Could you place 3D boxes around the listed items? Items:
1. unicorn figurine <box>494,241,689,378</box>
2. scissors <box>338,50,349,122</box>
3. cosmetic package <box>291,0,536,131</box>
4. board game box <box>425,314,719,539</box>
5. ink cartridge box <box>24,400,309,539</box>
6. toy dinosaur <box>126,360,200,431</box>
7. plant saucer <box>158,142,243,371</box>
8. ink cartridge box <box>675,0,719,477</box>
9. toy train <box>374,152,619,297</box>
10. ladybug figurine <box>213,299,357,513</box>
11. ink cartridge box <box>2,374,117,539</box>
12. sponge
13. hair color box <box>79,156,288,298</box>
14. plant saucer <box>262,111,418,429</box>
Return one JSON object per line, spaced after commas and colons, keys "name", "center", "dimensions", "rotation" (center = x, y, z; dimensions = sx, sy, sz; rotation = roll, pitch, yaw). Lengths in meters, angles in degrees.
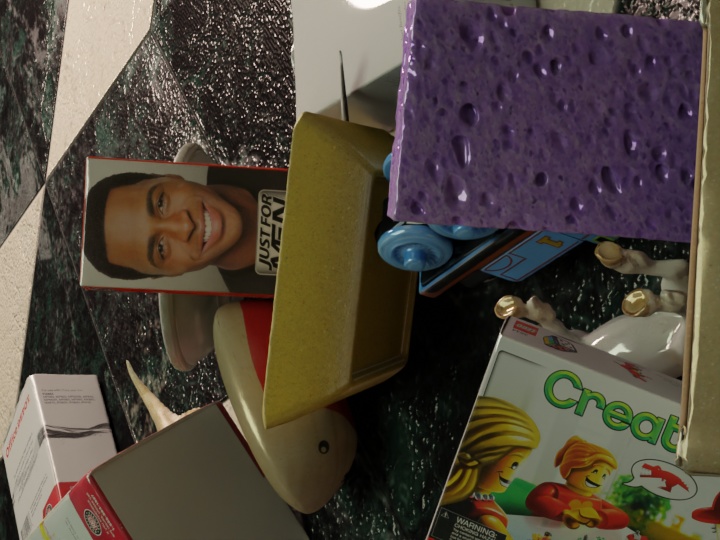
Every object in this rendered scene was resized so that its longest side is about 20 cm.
{"name": "unicorn figurine", "center": [0.134, 0.039, 0.674], "dimensions": [0.199, 0.137, 0.074], "rotation": [-9, 68, 43]}
{"name": "scissors", "center": [-0.007, -0.072, 0.915], "dimensions": [0.073, 0.014, 0.201], "rotation": [-58, -30, -59]}
{"name": "cosmetic package", "center": [0.031, -0.176, 0.886], "dimensions": [0.200, 0.081, 0.113], "rotation": [-17, 72, 57]}
{"name": "board game box", "center": [0.141, 0.116, 0.601], "dimensions": [0.199, 0.035, 0.127], "rotation": [21, 111, 10]}
{"name": "ink cartridge box", "center": [-0.173, 0.234, 1.068], "dimensions": [0.146, 0.144, 0.200], "rotation": [55, 137, 7]}
{"name": "toy dinosaur", "center": [-0.179, 0.174, 1.226], "dimensions": [0.200, 0.058, 0.101], "rotation": [36, 102, 45]}
{"name": "plant saucer", "center": [-0.132, -0.011, 1.107], "dimensions": [0.200, 0.050, 0.201], "rotation": [2, -90, -86]}
{"name": "ink cartridge box", "center": [0.219, -0.013, 0.503], "dimensions": [0.164, 0.075, 0.201], "rotation": [4, 89, 24]}
{"name": "toy train", "center": [0.090, -0.047, 0.742], "dimensions": [0.200, 0.114, 0.087], "rotation": [-39, 39, 50]}
{"name": "ladybug figurine", "center": [-0.056, 0.093, 0.973], "dimensions": [0.072, 0.136, 0.200], "rotation": [-28, 48, 3]}
{"name": "ink cartridge box", "center": [-0.335, 0.236, 1.423], "dimensions": [0.145, 0.083, 0.200], "rotation": [-60, 41, 37]}
{"name": "sponge", "center": [0.118, -0.073, 0.637], "dimensions": [0.030, 0.199, 0.112], "rotation": [-132, 47, -83]}
{"name": "hair color box", "center": [-0.115, -0.030, 0.985], "dimensions": [0.061, 0.199, 0.102], "rotation": [167, 105, -81]}
{"name": "plant saucer", "center": [0.000, 0.000, 0.862], "dimensions": [0.048, 0.200, 0.201], "rotation": [8, 95, 16]}
